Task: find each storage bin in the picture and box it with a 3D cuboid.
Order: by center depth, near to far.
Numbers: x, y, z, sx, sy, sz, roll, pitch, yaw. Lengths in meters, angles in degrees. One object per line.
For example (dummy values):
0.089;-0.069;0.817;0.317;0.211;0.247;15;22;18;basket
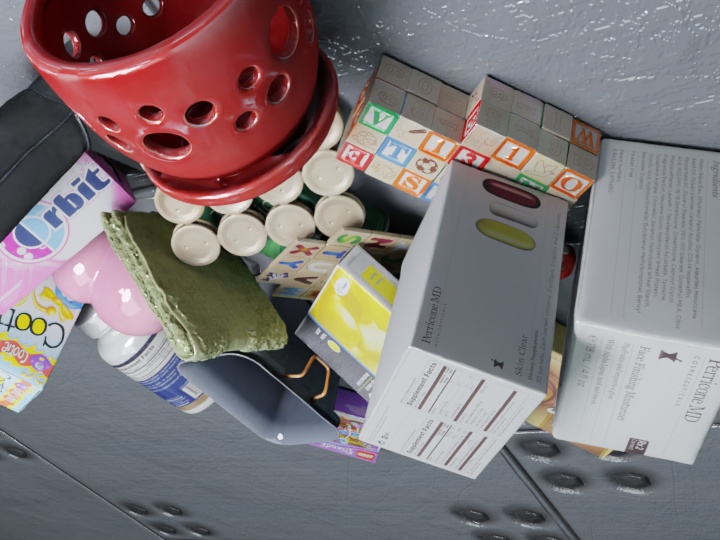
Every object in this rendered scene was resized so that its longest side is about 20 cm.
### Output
-0.096;0.100;1.121;0.145;0.135;0.200;-13;137;36;storage bin

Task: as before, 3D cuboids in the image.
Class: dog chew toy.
-0.295;-0.009;1.070;0.199;0.125;0.125;27;145;-2;dog chew toy

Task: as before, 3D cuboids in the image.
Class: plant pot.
-0.124;-0.160;0.709;0.199;0.201;0.183;0;146;22;plant pot

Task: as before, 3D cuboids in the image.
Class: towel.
-0.170;0.010;0.958;0.148;0.200;0.037;-3;137;-50;towel

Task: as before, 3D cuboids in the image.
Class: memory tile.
-0.102;-0.083;0.890;0.198;0.017;0.154;-10;125;8;memory tile

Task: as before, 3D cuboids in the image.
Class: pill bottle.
-0.265;0.090;1.198;0.111;0.112;0.200;-18;133;40;pill bottle

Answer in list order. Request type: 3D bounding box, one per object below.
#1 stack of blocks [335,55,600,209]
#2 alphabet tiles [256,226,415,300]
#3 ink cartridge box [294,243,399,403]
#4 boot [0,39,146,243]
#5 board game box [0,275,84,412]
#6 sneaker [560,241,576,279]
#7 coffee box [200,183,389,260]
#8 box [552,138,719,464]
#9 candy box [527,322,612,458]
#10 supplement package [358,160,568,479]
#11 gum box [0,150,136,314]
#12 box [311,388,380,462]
0.092;-0.109;0.813;0.199;0.059;0.115;23;145;-10;stack of blocks
0.000;0.000;0.982;0.199;0.006;0.166;6;153;-30;alphabet tiles
0.033;0.088;0.977;0.200;0.047;0.198;43;150;5;ink cartridge box
-0.289;-0.088;0.879;0.165;0.200;0.066;49;166;-29;boot
-0.398;0.047;1.114;0.103;0.201;0.105;31;143;-21;board game box
0.145;0.025;0.966;0.084;0.077;0.200;19;145;-25;sneaker
-0.085;-0.064;0.963;0.199;0.044;0.123;31;142;-20;coffee box
0.251;0.029;0.815;0.130;0.201;0.200;9;145;12;box
0.236;0.132;1.076;0.199;0.056;0.116;26;131;-15;candy box
0.087;0.041;0.787;0.110;0.201;0.156;18;142;-4;supplement package
-0.340;-0.064;0.964;0.200;0.066;0.114;-40;130;2;gum box
-0.060;0.209;1.344;0.199;0.039;0.137;15;145;1;box
